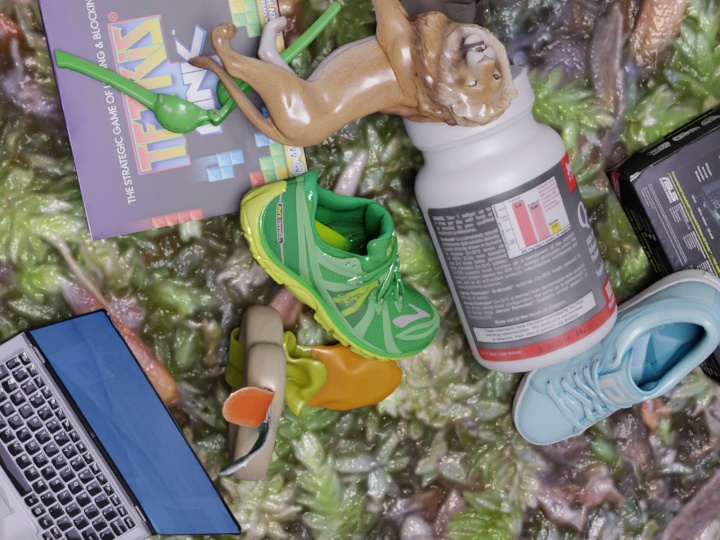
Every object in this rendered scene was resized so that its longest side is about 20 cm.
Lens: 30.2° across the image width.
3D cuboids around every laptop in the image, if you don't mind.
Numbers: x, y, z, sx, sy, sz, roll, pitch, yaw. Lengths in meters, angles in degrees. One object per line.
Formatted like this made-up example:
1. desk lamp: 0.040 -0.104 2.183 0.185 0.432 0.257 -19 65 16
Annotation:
1. laptop: -0.219 0.145 0.956 0.199 0.116 0.188 -30 102 -3

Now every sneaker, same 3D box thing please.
1. sneaker: 0.000 0.000 0.957 0.083 0.074 0.200 -27 134 28
2. sneaker: 0.187 0.074 1.000 0.074 0.082 0.200 45 115 -4

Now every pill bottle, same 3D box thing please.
1. pill bottle: 0.106 -0.038 0.971 0.115 0.116 0.201 -22 107 -5

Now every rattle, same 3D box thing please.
1. rattle: -0.032 0.097 0.931 0.142 0.200 0.131 23 82 -9

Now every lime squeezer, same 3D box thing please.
1. lime squeezer: -0.104 -0.132 0.919 0.198 0.038 0.071 -12 69 -6

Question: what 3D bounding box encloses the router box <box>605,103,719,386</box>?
1. router box: 0.303 -0.028 1.039 0.149 0.062 0.201 -29 103 -2

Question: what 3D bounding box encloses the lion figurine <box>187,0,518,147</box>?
1. lion figurine: -0.005 -0.127 0.881 0.199 0.072 0.123 -22 89 7

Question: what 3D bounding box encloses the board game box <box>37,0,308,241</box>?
1. board game box: -0.133 -0.136 0.954 0.164 0.057 0.202 -13 101 -8

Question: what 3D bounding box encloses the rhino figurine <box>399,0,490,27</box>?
1. rhino figurine: 0.065 -0.208 0.925 0.087 0.200 0.060 -11 59 -14
